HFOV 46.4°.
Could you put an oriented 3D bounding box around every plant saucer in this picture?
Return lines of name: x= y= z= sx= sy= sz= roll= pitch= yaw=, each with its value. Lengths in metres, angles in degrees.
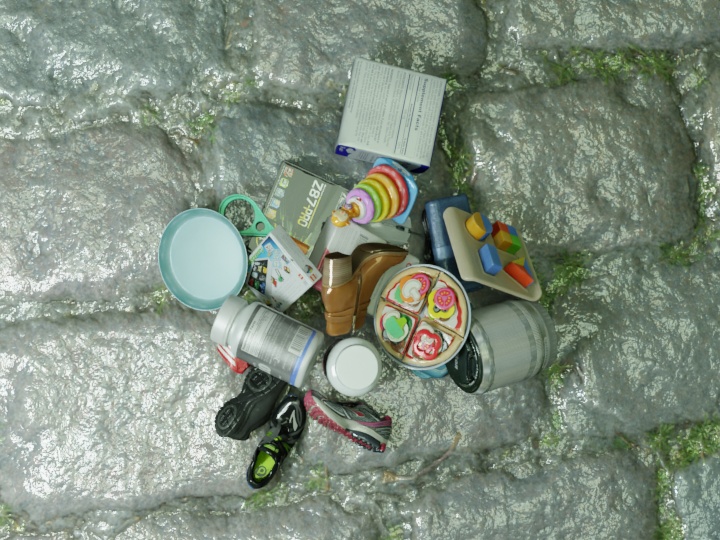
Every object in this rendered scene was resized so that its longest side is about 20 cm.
plant saucer: x=-0.311 y=-0.023 z=1.673 sx=0.195 sy=0.027 sz=0.205 roll=2 pitch=99 yaw=15

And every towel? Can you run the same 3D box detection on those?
towel: x=0.191 y=-0.051 z=1.734 sx=0.110 sy=0.048 sz=0.205 roll=-10 pitch=90 yaw=-35

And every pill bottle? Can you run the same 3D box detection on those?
pill bottle: x=-0.178 y=0.130 z=1.596 sx=0.197 sy=0.114 sz=0.116 roll=25 pitch=84 yaw=5
pill bottle: x=-0.016 y=0.186 z=1.638 sx=0.108 sy=0.200 sz=0.114 roll=1 pitch=85 yaw=-6

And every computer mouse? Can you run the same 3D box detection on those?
computer mouse: x=0.068 y=-0.088 z=1.741 sx=0.195 sy=0.044 sz=0.113 roll=10 pitch=86 yaw=-6

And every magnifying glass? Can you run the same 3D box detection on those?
magnifying glass: x=-0.193 y=-0.084 z=1.678 sx=0.197 sy=0.022 sz=0.081 roll=29 pitch=86 yaw=-4

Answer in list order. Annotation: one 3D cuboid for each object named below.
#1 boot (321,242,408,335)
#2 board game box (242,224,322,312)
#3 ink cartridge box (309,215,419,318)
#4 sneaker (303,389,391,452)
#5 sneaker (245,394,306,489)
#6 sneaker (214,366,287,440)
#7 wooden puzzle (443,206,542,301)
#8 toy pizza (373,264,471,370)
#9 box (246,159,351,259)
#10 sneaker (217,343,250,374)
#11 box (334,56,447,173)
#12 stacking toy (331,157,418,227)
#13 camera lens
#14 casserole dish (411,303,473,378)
boot: x=0.007 y=0.034 z=1.616 sx=0.196 sy=0.073 sz=0.159 roll=-11 pitch=111 yaw=-30
board game box: x=-0.162 y=0.006 z=1.638 sx=0.127 sy=0.200 sz=0.035 roll=50 pitch=56 yaw=-1
ink cartridge box: x=0.000 y=0.000 z=1.686 sx=0.197 sy=0.083 sz=0.149 roll=28 pitch=84 yaw=-21
sneaker: x=-0.027 y=0.294 z=1.696 sx=0.198 sy=0.080 sz=0.076 roll=32 pitch=67 yaw=-17
sneaker: x=-0.165 y=0.346 z=1.671 sx=0.070 sy=0.083 sz=0.202 roll=29 pitch=83 yaw=-4
sneaker: x=-0.201 y=0.257 z=1.671 sx=0.200 sy=0.091 sz=0.076 roll=-45 pitch=49 yaw=6
wooden puzzle: x=0.271 y=-0.041 z=1.680 sx=0.196 sy=0.046 sz=0.188 roll=14 pitch=46 yaw=-29
toy pizza: x=0.115 y=0.088 z=1.611 sx=0.196 sy=0.032 sz=0.206 roll=-3 pitch=81 yaw=21
box: x=-0.126 y=-0.100 z=1.719 sx=0.158 sy=0.049 sz=0.204 roll=24 pitch=86 yaw=-7
sneaker: x=-0.195 y=0.156 z=1.694 sx=0.195 sy=0.078 sz=0.118 roll=14 pitch=94 yaw=7
box: x=0.061 y=-0.314 z=1.723 sx=0.195 sy=0.105 sz=0.188 roll=13 pitch=85 yaw=-5
stacking toy: x=0.011 y=-0.131 z=1.632 sx=0.116 sy=0.111 sz=0.199 roll=39 pitch=43 yaw=20
camera lens: x=0.272 y=0.150 z=1.672 sx=0.196 sy=0.159 sz=0.164 roll=-13 pitch=88 yaw=-25
casserole dish: x=0.164 y=0.128 z=1.743 sx=0.119 sy=0.039 sz=0.204 roll=25 pitch=83 yaw=-5
